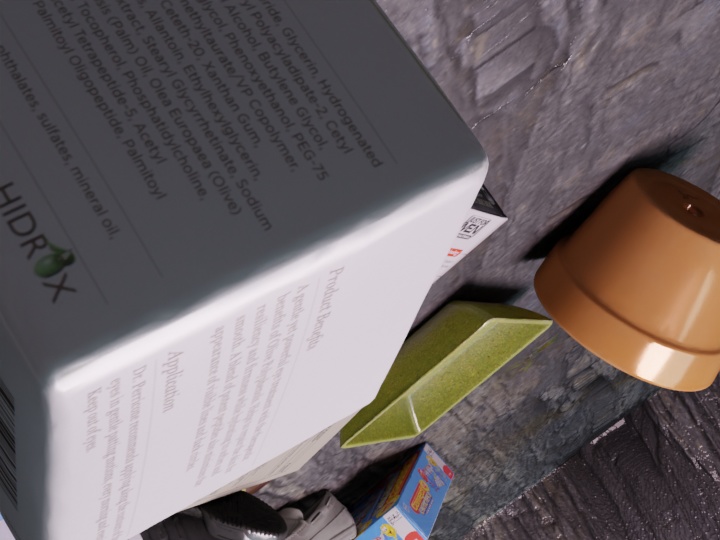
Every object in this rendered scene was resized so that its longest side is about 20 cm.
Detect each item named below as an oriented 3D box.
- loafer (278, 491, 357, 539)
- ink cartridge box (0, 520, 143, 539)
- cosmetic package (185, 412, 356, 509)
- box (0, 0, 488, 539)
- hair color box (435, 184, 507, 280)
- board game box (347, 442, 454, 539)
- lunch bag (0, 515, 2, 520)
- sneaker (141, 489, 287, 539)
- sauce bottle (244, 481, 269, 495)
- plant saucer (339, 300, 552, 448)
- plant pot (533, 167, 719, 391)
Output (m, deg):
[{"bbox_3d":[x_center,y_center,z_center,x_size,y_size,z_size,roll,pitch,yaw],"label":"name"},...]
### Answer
[{"bbox_3d":[-0.081,0.308,1.710,0.070,0.070,0.199,-36,170,32],"label":"loafer"},{"bbox_3d":[-0.260,0.207,1.005,0.199,0.085,0.145,-28,179,-26],"label":"ink cartridge box"},{"bbox_3d":[-0.097,0.121,1.176,0.105,0.071,0.199,-46,161,28],"label":"cosmetic package"},{"bbox_3d":[-0.089,-0.031,0.565,0.170,0.201,0.200,-26,160,-23],"label":"box"},{"bbox_3d":[0.000,0.000,1.062,0.200,0.062,0.101,-40,163,16],"label":"hair color box"},{"bbox_3d":[0.014,0.326,1.859,0.196,0.056,0.200,-43,-177,19],"label":"board game box"},{"bbox_3d":[-0.197,0.095,0.911,0.150,0.095,0.200,-33,172,-20],"label":"lunch bag"},{"bbox_3d":[-0.165,0.217,1.190,0.060,0.198,0.105,-107,-144,-66],"label":"sneaker"},{"bbox_3d":[-0.119,0.174,1.285,0.199,0.066,0.066,-25,160,-27],"label":"sauce bottle"},{"bbox_3d":[0.077,0.092,1.484,0.200,0.048,0.199,-41,163,17],"label":"plant saucer"},{"bbox_3d":[0.282,-0.002,1.421,0.199,0.200,0.141,-12,135,-53],"label":"plant pot"}]
